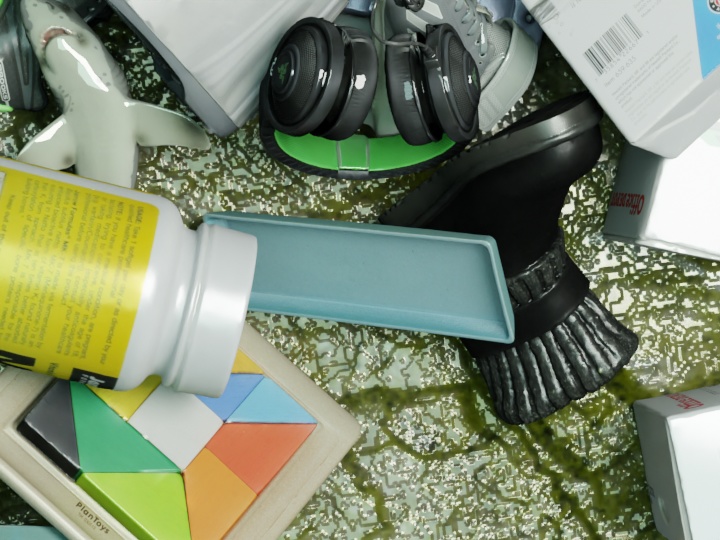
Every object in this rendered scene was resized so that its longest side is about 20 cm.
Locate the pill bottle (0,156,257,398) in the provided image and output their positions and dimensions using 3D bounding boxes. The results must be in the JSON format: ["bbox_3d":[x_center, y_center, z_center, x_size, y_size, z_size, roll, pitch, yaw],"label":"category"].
[{"bbox_3d":[-0.164,0.003,1.473,0.199,0.114,0.115,14,91,-7],"label":"pill bottle"}]

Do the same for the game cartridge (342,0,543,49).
[{"bbox_3d":[0.062,-0.239,1.554,0.129,0.038,0.201,11,91,-7],"label":"game cartridge"}]

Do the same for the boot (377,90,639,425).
[{"bbox_3d":[0.109,-0.005,1.526,0.079,0.211,0.158,-32,88,-29],"label":"boot"}]

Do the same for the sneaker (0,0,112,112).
[{"bbox_3d":[-0.180,-0.186,1.573,0.084,0.077,0.201,24,94,-20],"label":"sneaker"}]

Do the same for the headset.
[{"bbox_3d":[0.010,-0.116,1.452,0.123,0.200,0.094,1,67,-10],"label":"headset"}]

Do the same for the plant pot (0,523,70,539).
[{"bbox_3d":[-0.212,0.231,1.522,0.200,0.201,0.162,-1,79,-2],"label":"plant pot"}]

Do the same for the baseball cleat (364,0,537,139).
[{"bbox_3d":[0.051,-0.152,1.500,0.106,0.200,0.070,2,52,-2],"label":"baseball cleat"}]

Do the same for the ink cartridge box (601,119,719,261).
[{"bbox_3d":[0.213,-0.104,1.543,0.084,0.146,0.201,14,92,-4],"label":"ink cartridge box"}]

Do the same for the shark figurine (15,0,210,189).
[{"bbox_3d":[-0.166,-0.047,1.563,0.128,0.090,0.215,17,103,-7],"label":"shark figurine"}]

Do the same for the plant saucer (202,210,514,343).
[{"bbox_3d":[0.000,0.000,1.541,0.199,0.019,0.070,6,126,32],"label":"plant saucer"}]

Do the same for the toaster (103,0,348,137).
[{"bbox_3d":[-0.097,-0.184,1.499,0.129,0.114,0.200,-43,110,-2],"label":"toaster"}]

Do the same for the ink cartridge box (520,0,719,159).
[{"bbox_3d":[0.147,-0.176,1.458,0.116,0.067,0.200,-42,66,19],"label":"ink cartridge box"}]

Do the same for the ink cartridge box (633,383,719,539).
[{"bbox_3d":[0.271,0.100,1.551,0.199,0.145,0.084,-12,91,-1],"label":"ink cartridge box"}]

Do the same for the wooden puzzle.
[{"bbox_3d":[-0.112,0.089,1.536,0.185,0.037,0.200,42,51,-2],"label":"wooden puzzle"}]

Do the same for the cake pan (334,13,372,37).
[{"bbox_3d":[0.019,-0.211,1.587,0.199,0.037,0.201,0,92,-2],"label":"cake pan"}]
